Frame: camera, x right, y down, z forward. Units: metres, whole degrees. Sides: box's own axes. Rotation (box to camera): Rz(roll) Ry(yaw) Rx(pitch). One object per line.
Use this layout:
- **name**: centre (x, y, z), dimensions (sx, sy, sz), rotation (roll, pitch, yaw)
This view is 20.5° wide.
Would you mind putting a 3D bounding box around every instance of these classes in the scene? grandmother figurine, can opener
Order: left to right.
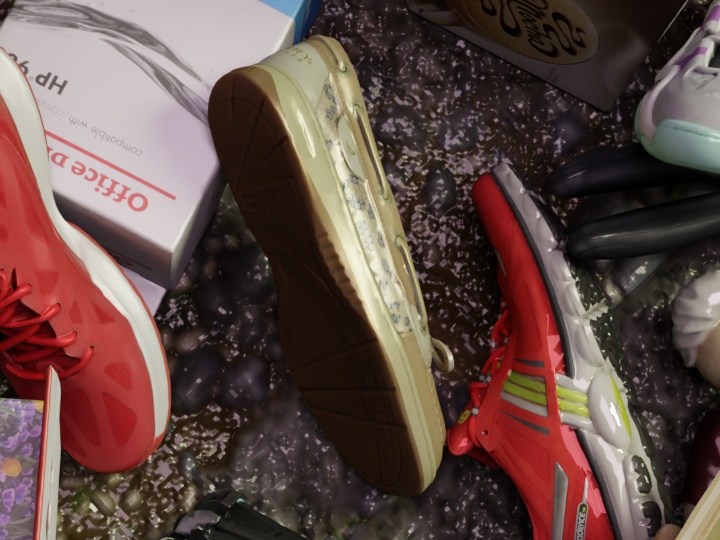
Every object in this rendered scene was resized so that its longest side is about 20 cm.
- **can opener**: centre (0.161, -0.040, 0.884), dimensions (0.198, 0.079, 0.064), rotation (-5, 66, -32)
- **grandmother figurine**: centre (0.196, 0.092, 0.885), dimensions (0.120, 0.061, 0.202), rotation (-20, 81, -22)

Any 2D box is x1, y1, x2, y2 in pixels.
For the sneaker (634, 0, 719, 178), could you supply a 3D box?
- **sneaker**: centre (0.176, -0.125, 0.848), dimensions (0.077, 0.200, 0.141), rotation (16, 115, 16)

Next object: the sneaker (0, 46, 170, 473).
- **sneaker**: centre (-0.150, 0.015, 0.796), dimensions (0.078, 0.116, 0.201), rotation (-20, 108, 23)

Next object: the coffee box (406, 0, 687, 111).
- **coffee box**: centre (0.099, -0.159, 0.864), dimensions (0.112, 0.200, 0.080), rotation (27, 73, 0)

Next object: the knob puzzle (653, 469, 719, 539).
- **knob puzzle**: centre (0.105, 0.182, 0.791), dimensions (0.030, 0.220, 0.221), rotation (17, 72, 18)

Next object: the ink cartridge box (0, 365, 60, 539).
- **ink cartridge box**: centre (-0.142, 0.108, 0.757), dimensions (0.050, 0.200, 0.110), rotation (4, 74, -7)

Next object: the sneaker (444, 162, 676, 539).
- **sneaker**: centre (0.073, 0.050, 0.869), dimensions (0.084, 0.077, 0.202), rotation (-19, 75, 14)

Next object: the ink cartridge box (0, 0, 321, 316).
- **ink cartridge box**: centre (-0.106, -0.073, 0.881), dimensions (0.115, 0.067, 0.201), rotation (26, 73, 0)

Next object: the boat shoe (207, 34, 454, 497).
- **boat shoe**: centre (0.000, 0.000, 0.853), dimensions (0.062, 0.073, 0.202), rotation (-31, 110, -36)

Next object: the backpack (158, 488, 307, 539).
- **backpack**: centre (-0.026, 0.203, 0.764), dimensions (0.199, 0.176, 0.154), rotation (38, 90, 2)
